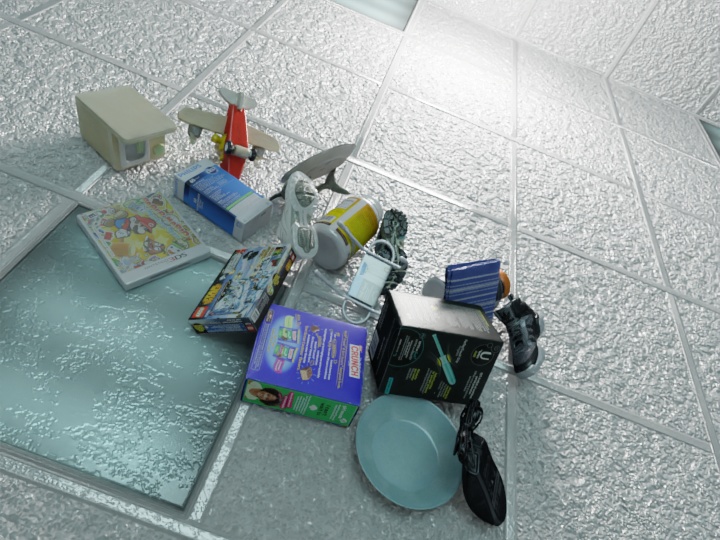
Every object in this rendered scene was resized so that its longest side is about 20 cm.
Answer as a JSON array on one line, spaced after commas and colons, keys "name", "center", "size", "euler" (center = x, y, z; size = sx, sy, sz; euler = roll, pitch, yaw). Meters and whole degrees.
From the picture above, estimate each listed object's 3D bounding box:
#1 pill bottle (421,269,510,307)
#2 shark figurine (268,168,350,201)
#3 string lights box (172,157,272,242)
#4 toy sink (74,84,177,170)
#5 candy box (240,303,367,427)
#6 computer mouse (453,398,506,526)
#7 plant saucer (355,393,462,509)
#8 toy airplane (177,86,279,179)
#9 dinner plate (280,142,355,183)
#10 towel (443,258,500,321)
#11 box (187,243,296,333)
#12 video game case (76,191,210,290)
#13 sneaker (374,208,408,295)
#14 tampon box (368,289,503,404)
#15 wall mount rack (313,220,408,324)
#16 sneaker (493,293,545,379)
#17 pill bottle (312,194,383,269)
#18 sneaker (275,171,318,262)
[{"name": "pill bottle", "center": [0.242, 0.049, 1.141], "size": [0.198, 0.107, 0.107], "euler": [-12, 55, -31]}, {"name": "shark figurine", "center": [-0.127, -0.170, 1.228], "size": [0.214, 0.127, 0.090], "euler": [-22, 85, -56]}, {"name": "string lights box", "center": [-0.305, -0.160, 1.137], "size": [0.199, 0.059, 0.103], "euler": [34, 45, 10]}, {"name": "toy sink", "center": [-0.518, -0.308, 1.148], "size": [0.199, 0.113, 0.130], "euler": [38, 46, 20]}, {"name": "candy box", "center": [-0.094, 0.165, 0.915], "size": [0.197, 0.078, 0.171], "euler": [15, 44, -7]}, {"name": "computer mouse", "center": [0.190, 0.328, 0.849], "size": [0.139, 0.052, 0.203], "euler": [-46, 118, -59]}, {"name": "plant saucer", "center": [0.081, 0.310, 0.882], "size": [0.198, 0.039, 0.203], "euler": [11, 47, -12]}, {"name": "toy airplane", "center": [-0.312, -0.328, 1.230], "size": [0.201, 0.140, 0.199], "euler": [50, 48, -11]}, {"name": "dinner plate", "center": [-0.097, -0.248, 1.227], "size": [0.199, 0.199, 0.025], "euler": [-27, 90, -38]}, {"name": "towel", "center": [0.221, 0.076, 1.057], "size": [0.143, 0.203, 0.024], "euler": [-9, 24, -29]}, {"name": "box", "center": [-0.216, 0.031, 0.963], "size": [0.135, 0.040, 0.201], "euler": [-4, 39, 24]}, {"name": "video game case", "center": [-0.431, -0.068, 1.026], "size": [0.181, 0.023, 0.200], "euler": [-27, 64, -39]}, {"name": "sneaker", "center": [0.066, -0.034, 1.169], "size": [0.076, 0.086, 0.203], "euler": [15, 69, -7]}, {"name": "tampon box", "center": [0.134, 0.143, 0.957], "size": [0.197, 0.152, 0.127], "euler": [11, 25, -14]}, {"name": "wall mount rack", "center": [0.000, 0.000, 1.056], "size": [0.172, 0.075, 0.202], "euler": [26, 68, -4]}, {"name": "sneaker", "center": [0.335, 0.134, 1.103], "size": [0.114, 0.075, 0.201], "euler": [44, 38, -11]}, {"name": "pill bottle", "center": [-0.029, -0.096, 1.158], "size": [0.109, 0.110, 0.200], "euler": [35, 46, 11]}, {"name": "sneaker", "center": [-0.143, -0.110, 1.076], "size": [0.077, 0.099, 0.203], "euler": [17, 63, -38]}]
